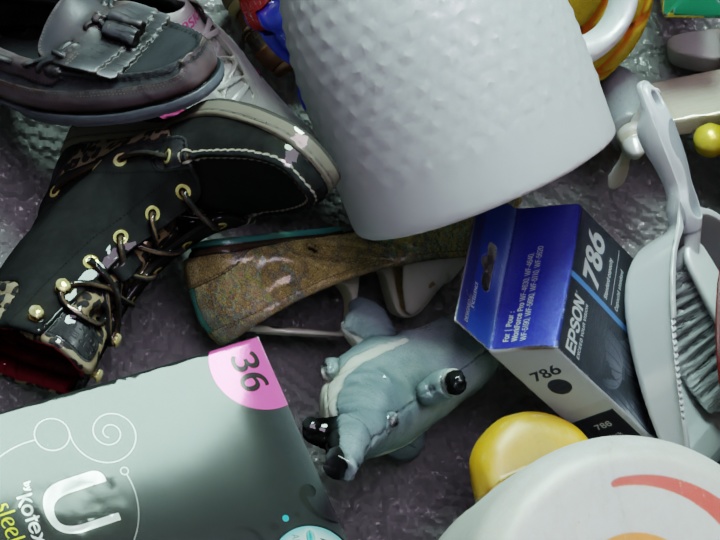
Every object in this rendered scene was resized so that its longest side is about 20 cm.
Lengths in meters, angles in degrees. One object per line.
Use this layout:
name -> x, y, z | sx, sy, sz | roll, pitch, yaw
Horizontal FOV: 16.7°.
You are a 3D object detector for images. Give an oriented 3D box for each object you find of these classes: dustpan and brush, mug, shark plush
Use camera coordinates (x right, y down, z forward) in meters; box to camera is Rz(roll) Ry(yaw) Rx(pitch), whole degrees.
dustpan and brush -> 0.173, -0.002, 1.290 | 0.139, 0.057, 0.201 | -38, 103, -54
mug -> 0.055, -0.137, 1.262 | 0.199, 0.148, 0.176 | -26, 102, -16
shark plush -> 0.019, 0.054, 1.236 | 0.083, 0.200, 0.092 | -14, 88, 23

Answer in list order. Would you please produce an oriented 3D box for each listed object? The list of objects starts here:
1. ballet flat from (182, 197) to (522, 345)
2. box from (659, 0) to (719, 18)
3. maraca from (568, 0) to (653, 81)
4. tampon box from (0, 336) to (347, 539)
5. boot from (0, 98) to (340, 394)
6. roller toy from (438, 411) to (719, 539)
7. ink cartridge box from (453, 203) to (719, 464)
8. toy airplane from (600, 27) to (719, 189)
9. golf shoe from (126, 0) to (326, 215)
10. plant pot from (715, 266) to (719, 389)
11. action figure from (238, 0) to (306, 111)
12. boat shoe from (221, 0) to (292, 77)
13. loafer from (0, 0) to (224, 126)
ballet flat -> 0.000, 0.000, 1.338 | 0.199, 0.071, 0.071 | -12, 67, -21
box -> 0.194, -0.239, 1.436 | 0.048, 0.118, 0.200 | 1, 30, -1
maraca -> 0.099, -0.177, 1.360 | 0.136, 0.201, 0.107 | -26, 44, -6
tampon box -> -0.120, 0.146, 1.185 | 0.199, 0.126, 0.151 | -17, 69, -23
boot -> -0.113, -0.011, 1.253 | 0.073, 0.199, 0.151 | 52, 57, -36
roller toy -> 0.118, 0.182, 1.224 | 0.199, 0.140, 0.183 | 34, 68, -3
ink cartridge box -> 0.131, 0.040, 1.298 | 0.200, 0.039, 0.100 | 40, 45, -31
toy airplane -> 0.234, -0.099, 1.403 | 0.199, 0.141, 0.200 | 34, 71, 26
golf shoe -> -0.097, -0.103, 1.344 | 0.199, 0.092, 0.073 | 33, 58, 2
plant pot -> 0.286, 0.025, 1.235 | 0.181, 0.201, 0.201 | 0, 54, 29
action figure -> -0.030, -0.156, 1.335 | 0.200, 0.065, 0.099 | 42, 76, -27
boat shoe -> 0.018, -0.167, 1.426 | 0.199, 0.072, 0.068 | -22, 82, -19
loafer -> -0.163, -0.119, 1.287 | 0.199, 0.063, 0.072 | 6, 39, 35
